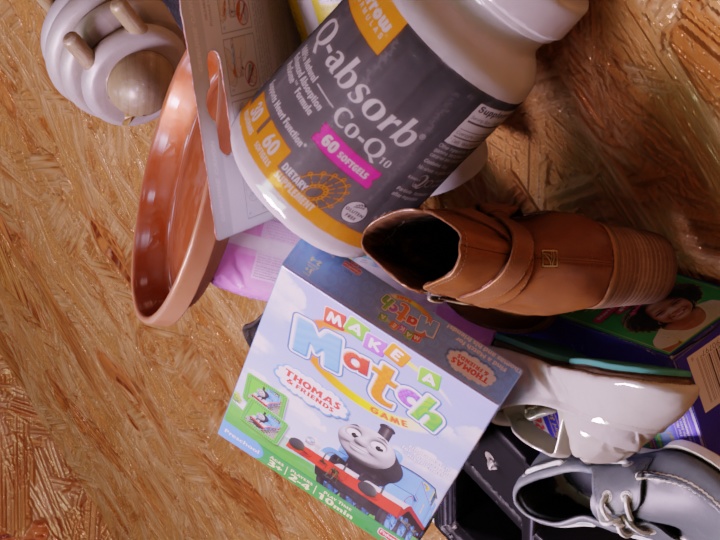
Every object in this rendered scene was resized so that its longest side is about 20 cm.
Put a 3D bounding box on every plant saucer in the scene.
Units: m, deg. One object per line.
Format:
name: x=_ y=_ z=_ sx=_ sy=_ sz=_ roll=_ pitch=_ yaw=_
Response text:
plant saucer: x=-0.113 y=-0.060 z=1.297 sx=0.200 sy=0.032 sz=0.201 roll=-168 pitch=90 yaw=-71

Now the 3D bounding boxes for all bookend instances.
bookend: x=0.147 y=0.174 z=1.375 sx=0.200 sy=0.092 sz=0.199 roll=45 pitch=156 yaw=30

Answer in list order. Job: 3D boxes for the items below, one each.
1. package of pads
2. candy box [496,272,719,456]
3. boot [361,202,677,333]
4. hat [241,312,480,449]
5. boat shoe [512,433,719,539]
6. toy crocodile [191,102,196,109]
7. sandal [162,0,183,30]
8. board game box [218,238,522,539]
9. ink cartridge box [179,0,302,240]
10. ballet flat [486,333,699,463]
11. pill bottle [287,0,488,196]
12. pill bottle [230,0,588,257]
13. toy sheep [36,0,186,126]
package of pads: x=0.000 y=0.000 z=1.319 sx=0.199 sy=0.076 sz=0.121 roll=14 pitch=179 yaw=-1
candy box: x=0.179 y=0.084 z=1.194 sx=0.200 sy=0.077 sz=0.170 roll=19 pitch=135 yaw=57
boot: x=0.064 y=-0.001 z=1.108 sx=0.200 sy=0.155 sz=0.077 roll=6 pitch=92 yaw=57
hat: x=-0.014 y=0.107 z=1.315 sx=0.200 sy=0.081 sz=0.201 roll=23 pitch=159 yaw=9
boat shoe: x=0.160 y=0.138 z=1.117 sx=0.200 sy=0.062 sz=0.073 roll=11 pitch=129 yaw=61
toy crocodile: x=-0.053 y=-0.075 z=1.414 sx=0.200 sy=0.068 sz=0.062 roll=38 pitch=172 yaw=-19
sandal: x=-0.128 y=-0.224 z=1.369 sx=0.200 sy=0.045 sz=0.075 roll=-126 pitch=20 yaw=-63
board game box: x=0.000 y=0.081 z=1.179 sx=0.151 sy=0.037 sz=0.200 roll=33 pitch=142 yaw=7
ink cartridge box: x=-0.068 y=-0.114 z=1.195 sx=0.047 sy=0.200 sz=0.161 roll=-3 pitch=102 yaw=27
ballet flat: x=0.128 y=0.078 z=1.094 sx=0.070 sy=0.069 sz=0.200 roll=64 pitch=161 yaw=-14
pill bottle: x=0.018 y=-0.148 z=1.197 sx=0.109 sy=0.109 sz=0.201 roll=30 pitch=145 yaw=53
pill bottle: x=0.027 y=-0.111 z=1.088 sx=0.200 sy=0.116 sz=0.117 roll=-46 pitch=71 yaw=24
toy sheep: x=-0.213 y=-0.198 z=1.649 sx=0.138 sy=0.137 sz=0.200 roll=79 pitch=166 yaw=-44
